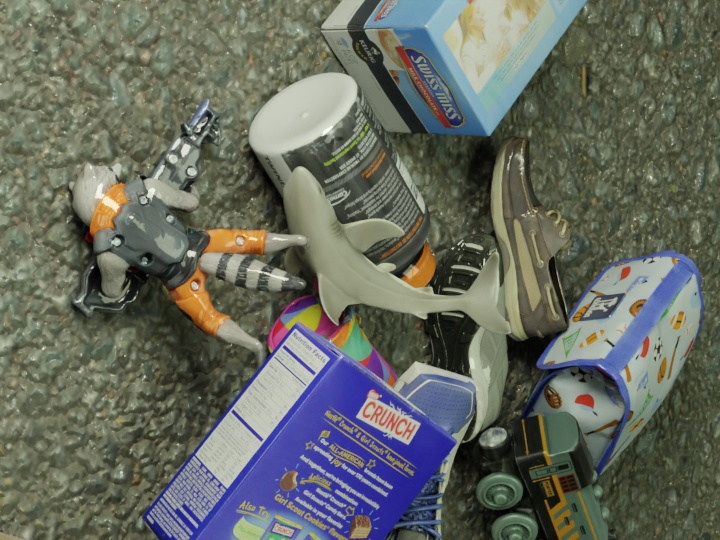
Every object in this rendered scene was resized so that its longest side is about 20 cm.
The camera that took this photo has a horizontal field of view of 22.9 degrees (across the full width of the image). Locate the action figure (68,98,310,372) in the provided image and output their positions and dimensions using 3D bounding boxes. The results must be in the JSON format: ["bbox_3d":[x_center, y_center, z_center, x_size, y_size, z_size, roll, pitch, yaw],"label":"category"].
[{"bbox_3d":[-0.131,-0.040,1.384,0.193,0.105,0.200,25,80,-10],"label":"action figure"}]

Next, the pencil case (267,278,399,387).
[{"bbox_3d":[-0.003,0.104,1.576,0.088,0.088,0.200,-52,129,-28],"label":"pencil case"}]

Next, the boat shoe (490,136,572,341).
[{"bbox_3d":[0.170,-0.032,1.721,0.074,0.073,0.200,-45,131,-71],"label":"boat shoe"}]

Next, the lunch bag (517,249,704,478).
[{"bbox_3d":[0.252,0.085,1.756,0.170,0.124,0.200,-50,169,-29],"label":"lunch bag"}]

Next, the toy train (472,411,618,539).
[{"bbox_3d":[0.181,0.226,1.741,0.085,0.114,0.200,-89,160,-55],"label":"toy train"}]

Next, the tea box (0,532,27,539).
[{"bbox_3d":[-0.217,0.326,1.349,0.200,0.133,0.197,34,71,-43],"label":"tea box"}]

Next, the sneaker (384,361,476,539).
[{"bbox_3d":[0.049,0.187,1.521,0.080,0.115,0.200,14,120,-20],"label":"sneaker"}]

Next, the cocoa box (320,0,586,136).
[{"bbox_3d":[0.090,-0.234,1.587,0.200,0.131,0.133,-54,129,-26],"label":"cocoa box"}]

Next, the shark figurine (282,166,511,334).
[{"bbox_3d":[0.010,0.016,1.470,0.214,0.128,0.090,28,43,-11],"label":"shark figurine"}]

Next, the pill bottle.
[{"bbox_3d":[-0.007,-0.063,1.531,0.106,0.106,0.200,-51,128,-28],"label":"pill bottle"}]

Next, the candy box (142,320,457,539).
[{"bbox_3d":[-0.044,0.164,1.399,0.200,0.077,0.169,-51,133,-1],"label":"candy box"}]

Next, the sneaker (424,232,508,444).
[{"bbox_3d":[0.106,0.061,1.697,0.079,0.074,0.201,-12,110,-54],"label":"sneaker"}]
